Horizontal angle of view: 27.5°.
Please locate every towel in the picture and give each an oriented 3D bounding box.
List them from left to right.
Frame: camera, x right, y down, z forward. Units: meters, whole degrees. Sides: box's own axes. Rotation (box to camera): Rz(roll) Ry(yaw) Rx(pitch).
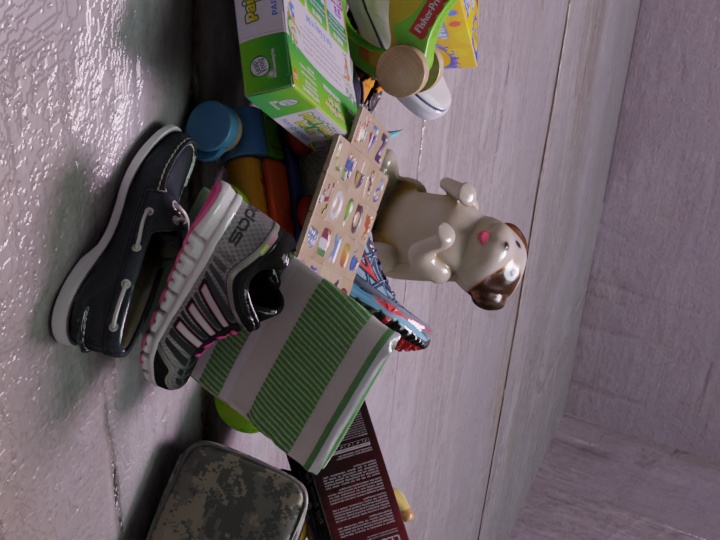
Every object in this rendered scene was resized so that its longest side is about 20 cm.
[{"bbox_3d":[-0.078,0.050,1.178,0.023,0.200,0.153,-29,152,-60],"label":"towel"}]

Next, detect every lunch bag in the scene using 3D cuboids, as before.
[{"bbox_3d":[-0.134,0.269,1.405,0.168,0.139,0.201,113,-2,-77],"label":"lunch bag"}]

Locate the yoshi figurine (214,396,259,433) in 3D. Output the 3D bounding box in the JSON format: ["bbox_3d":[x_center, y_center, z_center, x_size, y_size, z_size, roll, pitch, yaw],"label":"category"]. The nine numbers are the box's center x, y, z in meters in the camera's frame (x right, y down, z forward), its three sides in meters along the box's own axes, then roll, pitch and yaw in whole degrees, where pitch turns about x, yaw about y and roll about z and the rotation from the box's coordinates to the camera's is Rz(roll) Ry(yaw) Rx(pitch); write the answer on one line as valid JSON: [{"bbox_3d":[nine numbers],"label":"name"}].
[{"bbox_3d":[-0.095,0.080,1.316,0.112,0.112,0.200,59,11,-14],"label":"yoshi figurine"}]

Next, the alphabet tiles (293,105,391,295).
[{"bbox_3d":[-0.019,-0.034,1.254,0.166,0.006,0.201,30,78,-73],"label":"alphabet tiles"}]

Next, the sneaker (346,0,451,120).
[{"bbox_3d":[0.039,-0.237,1.381,0.201,0.071,0.073,59,37,-13],"label":"sneaker"}]

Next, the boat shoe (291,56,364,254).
[{"bbox_3d":[-0.036,-0.099,1.309,0.062,0.074,0.201,28,70,-64],"label":"boat shoe"}]

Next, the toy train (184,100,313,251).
[{"bbox_3d":[-0.089,-0.041,1.226,0.116,0.084,0.201,13,66,-62],"label":"toy train"}]

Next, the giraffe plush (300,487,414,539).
[{"bbox_3d":[-0.029,0.300,1.747,0.200,0.172,0.162,-54,173,-6],"label":"giraffe plush"}]

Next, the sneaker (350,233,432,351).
[{"bbox_3d":[0.000,0.000,1.420,0.079,0.200,0.096,-20,-144,60],"label":"sneaker"}]

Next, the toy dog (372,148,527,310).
[{"bbox_3d":[0.100,-0.025,1.757,0.194,0.199,0.140,87,26,-50],"label":"toy dog"}]

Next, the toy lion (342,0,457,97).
[{"bbox_3d":[0.026,-0.283,1.305,0.200,0.191,0.069,-57,170,22],"label":"toy lion"}]

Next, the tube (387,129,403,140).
[{"bbox_3d":[-0.040,-0.101,1.414,0.200,0.077,0.051,-34,117,-50],"label":"tube"}]

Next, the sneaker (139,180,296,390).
[{"bbox_3d":[-0.107,0.028,1.130,0.200,0.087,0.074,-64,-179,35],"label":"sneaker"}]

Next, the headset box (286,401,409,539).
[{"bbox_3d":[-0.016,0.220,1.443,0.149,0.077,0.201,111,-38,-71],"label":"headset box"}]

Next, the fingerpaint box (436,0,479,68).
[{"bbox_3d":[0.083,-0.330,1.547,0.200,0.073,0.168,60,31,-68],"label":"fingerpaint box"}]

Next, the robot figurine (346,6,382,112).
[{"bbox_3d":[-0.020,-0.200,1.438,0.200,0.058,0.146,-43,146,-60],"label":"robot figurine"}]

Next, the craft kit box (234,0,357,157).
[{"bbox_3d":[-0.054,-0.211,1.192,0.200,0.048,0.199,32,46,-72],"label":"craft kit box"}]

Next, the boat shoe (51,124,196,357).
[{"bbox_3d":[-0.164,-0.021,1.127,0.076,0.060,0.201,72,38,-63],"label":"boat shoe"}]
